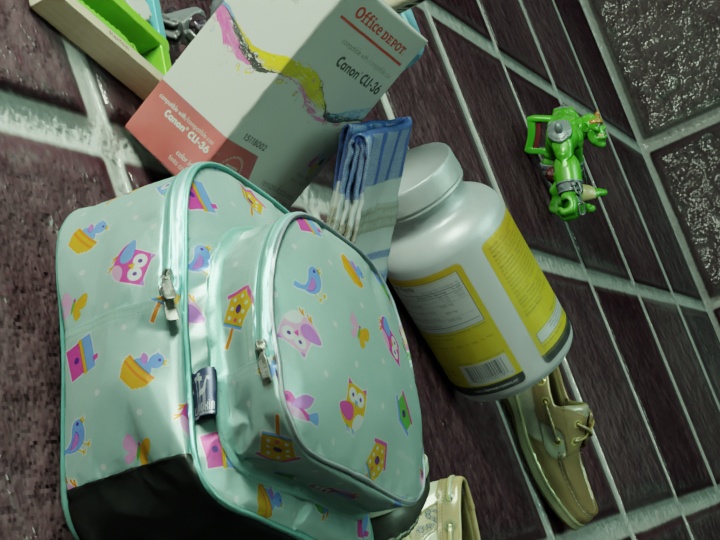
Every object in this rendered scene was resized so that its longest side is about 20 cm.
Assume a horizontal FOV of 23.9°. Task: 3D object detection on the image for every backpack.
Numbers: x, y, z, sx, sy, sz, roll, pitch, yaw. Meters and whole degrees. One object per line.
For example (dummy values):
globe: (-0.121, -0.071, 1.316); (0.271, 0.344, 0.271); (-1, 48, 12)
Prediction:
backpack: (-0.063, 0.046, 0.842); (0.176, 0.153, 0.200); (32, 35, -54)

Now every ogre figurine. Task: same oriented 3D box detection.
ogre figurine: (0.253, -0.135, 2.087); (0.200, 0.098, 0.120); (-31, 115, -57)

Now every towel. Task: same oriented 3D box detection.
towel: (0.000, 0.000, 1.118); (0.147, 0.024, 0.200); (-24, 125, -73)

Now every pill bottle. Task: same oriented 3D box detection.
pill bottle: (0.083, 0.000, 1.380); (0.200, 0.112, 0.112); (59, 19, -23)

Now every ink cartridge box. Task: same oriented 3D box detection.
ink cartridge box: (-0.037, -0.131, 1.049); (0.067, 0.200, 0.116); (42, 8, 25)

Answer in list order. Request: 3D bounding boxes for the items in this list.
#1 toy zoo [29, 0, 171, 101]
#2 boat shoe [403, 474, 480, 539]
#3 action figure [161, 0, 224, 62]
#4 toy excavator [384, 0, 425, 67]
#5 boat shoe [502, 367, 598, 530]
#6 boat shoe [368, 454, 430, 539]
toy zoo: (-0.171, -0.213, 1.070); (0.131, 0.020, 0.200); (40, 31, -54)
boat shoe: (0.070, 0.236, 1.121); (0.200, 0.063, 0.073); (70, 17, 10)
action figure: (-0.087, -0.160, 1.177); (0.130, 0.069, 0.200); (55, 31, -51)
toy excavator: (0.011, -0.194, 1.274); (0.100, 0.200, 0.194); (68, 18, 8)
boat shoe: (0.177, 0.137, 1.549); (0.200, 0.066, 0.074); (66, 18, 1)
boat shoe: (0.005, 0.135, 0.980); (0.201, 0.072, 0.061); (-135, -146, -84)
